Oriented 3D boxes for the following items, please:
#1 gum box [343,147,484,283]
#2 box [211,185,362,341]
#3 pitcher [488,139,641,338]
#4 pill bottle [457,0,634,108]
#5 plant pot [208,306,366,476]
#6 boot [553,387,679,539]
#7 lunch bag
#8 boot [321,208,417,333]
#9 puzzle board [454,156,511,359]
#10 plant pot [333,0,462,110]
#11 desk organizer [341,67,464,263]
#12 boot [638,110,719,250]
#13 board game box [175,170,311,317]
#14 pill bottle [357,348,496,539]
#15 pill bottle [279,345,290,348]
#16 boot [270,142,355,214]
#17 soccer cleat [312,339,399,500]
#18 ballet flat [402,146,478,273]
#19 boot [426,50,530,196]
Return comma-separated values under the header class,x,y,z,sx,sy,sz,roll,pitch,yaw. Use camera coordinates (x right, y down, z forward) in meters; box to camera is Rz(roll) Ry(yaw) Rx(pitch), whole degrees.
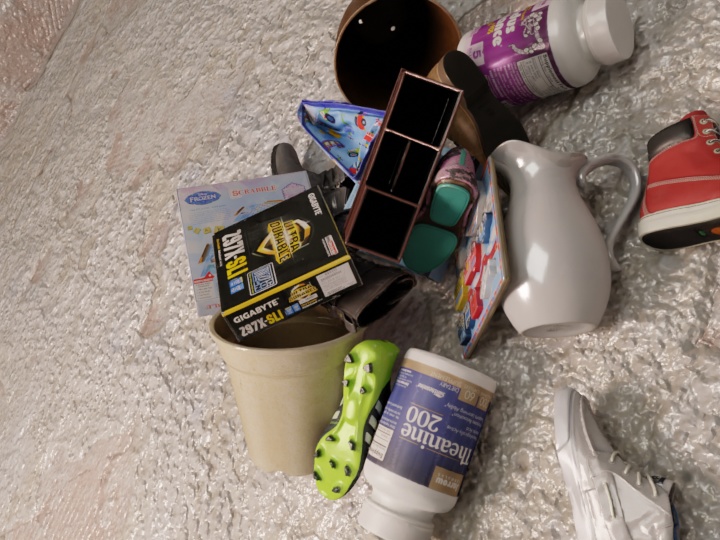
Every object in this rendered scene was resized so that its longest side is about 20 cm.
class,x,y,z,sx,sy,sz,roll,pitch,yaw
gum box,0.065,-0.092,1.049,0.199,0.044,0.171,22,85,48
box,-0.097,-0.015,0.921,0.158,0.050,0.201,-26,33,1
pitcher,0.228,-0.035,0.815,0.169,0.121,0.203,-2,73,1
pill bottle,0.227,-0.274,0.935,0.198,0.112,0.114,-10,62,41
plant pot,-0.084,0.144,0.950,0.199,0.199,0.186,19,117,47
boot,0.247,0.202,0.709,0.095,0.073,0.202,-20,64,29
lunch bag,0.006,-0.153,0.994,0.199,0.150,0.095,33,92,47
boot,0.000,0.000,0.950,0.173,0.070,0.200,13,46,39
puzzle board,0.131,-0.008,0.862,0.201,0.017,0.152,100,169,-60
plant pot,0.042,-0.349,1.129,0.187,0.186,0.201,-42,31,20
desk organizer,0.045,-0.116,0.837,0.077,0.071,0.202,-94,24,-78
boot,0.373,-0.105,0.739,0.199,0.072,0.146,-7,63,46
board game box,-0.151,-0.043,1.077,0.041,0.197,0.201,101,156,-55
pill bottle,0.069,0.199,0.843,0.110,0.111,0.202,13,78,47
pill bottle,-0.122,0.049,1.110,0.110,0.110,0.202,-32,51,28
boot,-0.066,-0.145,1.200,0.131,0.070,0.202,-31,61,25
soccer cleat,0.000,0.175,0.880,0.067,0.081,0.202,26,107,31
ballet flat,0.097,-0.071,0.886,0.201,0.068,0.072,106,-177,-59
boot,0.149,-0.172,0.948,0.201,0.073,0.075,58,147,0
